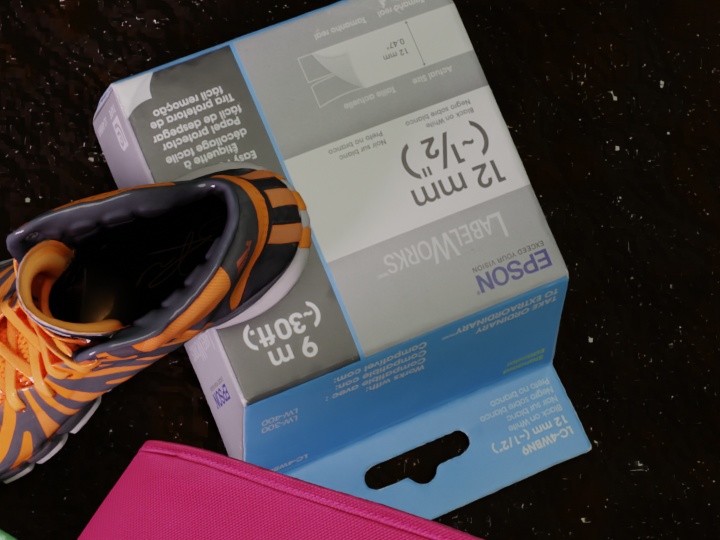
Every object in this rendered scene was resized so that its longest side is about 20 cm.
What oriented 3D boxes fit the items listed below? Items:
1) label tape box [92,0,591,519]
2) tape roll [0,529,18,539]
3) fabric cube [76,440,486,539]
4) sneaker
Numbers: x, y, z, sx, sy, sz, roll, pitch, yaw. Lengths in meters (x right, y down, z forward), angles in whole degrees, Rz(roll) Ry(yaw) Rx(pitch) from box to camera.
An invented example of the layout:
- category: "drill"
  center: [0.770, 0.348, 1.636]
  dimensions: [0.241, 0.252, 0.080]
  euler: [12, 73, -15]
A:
- category: "label tape box"
  center: [0.000, 0.000, 0.996]
  dimensions: [0.143, 0.066, 0.200]
  euler: [-21, 82, -17]
- category: "tape roll"
  center: [-0.183, 0.181, 0.919]
  dimensions: [0.200, 0.048, 0.201]
  euler: [3, 78, -13]
- category: "fabric cube"
  center: [-0.018, 0.204, 0.841]
  dimensions: [0.200, 0.196, 0.200]
  euler: [48, 67, -34]
- category: "sneaker"
  center: [-0.117, 0.018, 0.905]
  dimensions: [0.200, 0.112, 0.078]
  euler: [-34, 82, 11]
